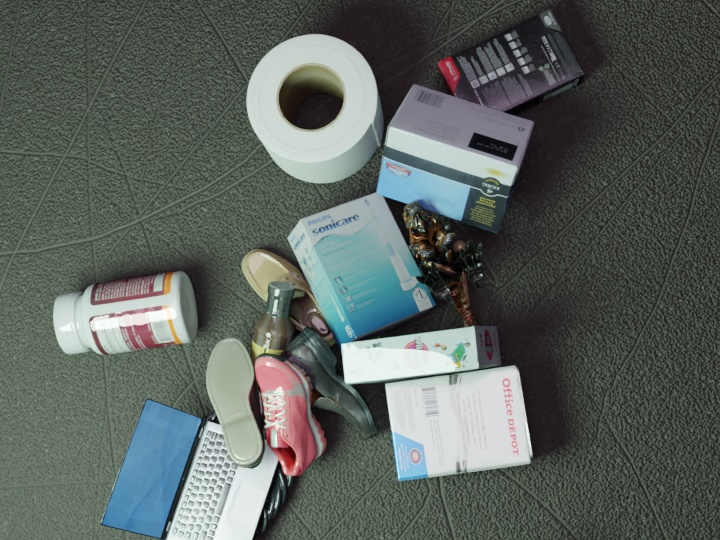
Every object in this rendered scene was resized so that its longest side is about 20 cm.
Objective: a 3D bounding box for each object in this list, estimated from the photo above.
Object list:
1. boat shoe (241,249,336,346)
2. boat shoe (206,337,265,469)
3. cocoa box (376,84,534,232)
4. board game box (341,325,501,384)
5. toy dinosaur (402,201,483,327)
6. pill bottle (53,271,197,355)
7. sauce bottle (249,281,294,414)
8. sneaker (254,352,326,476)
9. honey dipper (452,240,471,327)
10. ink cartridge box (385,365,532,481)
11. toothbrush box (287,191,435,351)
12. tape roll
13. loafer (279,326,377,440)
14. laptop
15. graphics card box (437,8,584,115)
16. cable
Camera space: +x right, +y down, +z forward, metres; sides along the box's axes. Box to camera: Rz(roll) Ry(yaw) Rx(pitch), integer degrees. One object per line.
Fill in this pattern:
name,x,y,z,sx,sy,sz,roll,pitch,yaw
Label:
boat shoe,-0.107,0.037,1.664,0.200,0.065,0.071,41,87,10
boat shoe,-0.181,0.199,1.582,0.073,0.063,0.200,-15,64,0
cocoa box,0.143,-0.169,1.617,0.200,0.131,0.133,19,43,8
board game box,0.092,0.125,1.565,0.200,0.148,0.064,-9,84,19
toy dinosaur,0.129,-0.010,1.596,0.200,0.136,0.102,42,89,-14
pill bottle,-0.362,0.070,1.657,0.200,0.114,0.114,-8,80,4
sauce bottle,-0.133,0.116,1.621,0.065,0.065,0.200,14,106,7
sneaker,-0.109,0.214,1.563,0.074,0.087,0.200,-5,118,30
honey dipper,0.164,0.051,1.655,0.038,0.038,0.200,-5,76,4
ink cartridge box,0.146,0.228,1.601,0.200,0.084,0.146,-8,81,3
toothbrush box,0.000,0.000,1.625,0.146,0.085,0.200,-22,80,-24
tape roll,-0.067,-0.249,1.668,0.202,0.139,0.203,-1,81,6
loafer,-0.048,0.182,1.612,0.072,0.073,0.200,-37,100,-11
laptop,-0.240,0.311,1.558,0.200,0.116,0.188,17,78,6
graphics card box,0.238,-0.314,1.695,0.200,0.051,0.126,-26,79,2
cable,-0.183,0.306,1.643,0.163,0.051,0.200,-26,77,-4
